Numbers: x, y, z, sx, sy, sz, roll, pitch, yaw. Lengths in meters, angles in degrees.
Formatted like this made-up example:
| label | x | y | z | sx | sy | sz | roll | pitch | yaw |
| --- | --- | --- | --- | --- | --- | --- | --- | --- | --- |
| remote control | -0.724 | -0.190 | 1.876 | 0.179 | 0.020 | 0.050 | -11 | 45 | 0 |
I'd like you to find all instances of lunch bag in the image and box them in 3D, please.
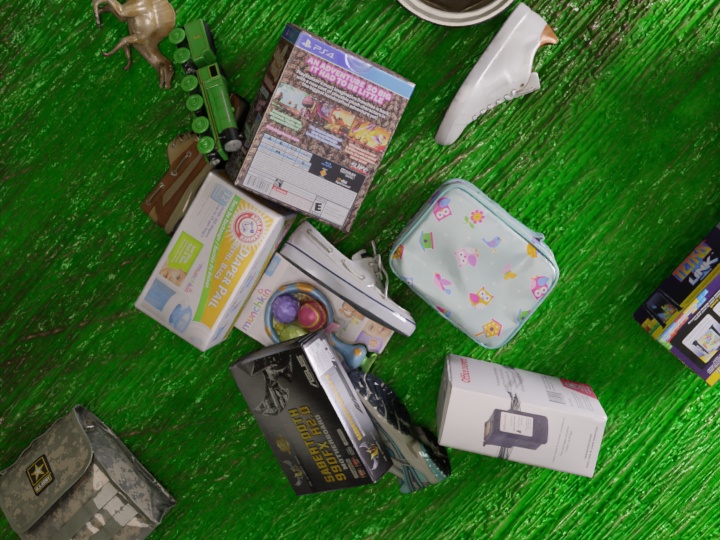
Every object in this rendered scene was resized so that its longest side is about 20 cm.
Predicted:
| label | x | y | z | sx | sy | sz | roll | pitch | yaw |
| --- | --- | --- | --- | --- | --- | --- | --- | --- | --- |
| lunch bag | -0.372 | 0.301 | 1.576 | 0.164 | 0.118 | 0.200 | -43 | 90 | 9 |
| lunch bag | 0.149 | -0.011 | 1.516 | 0.199 | 0.077 | 0.161 | 39 | 98 | -5 |

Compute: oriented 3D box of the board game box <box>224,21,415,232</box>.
| label | x | y | z | sx | sy | sz | roll | pitch | yaw |
| --- | --- | --- | --- | --- | --- | --- | --- | --- | --- |
| board game box | -0.053 | -0.176 | 1.463 | 0.158 | 0.097 | 0.202 | 22 | 101 | -20 |

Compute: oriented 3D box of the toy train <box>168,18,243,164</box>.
| label | x | y | z | sx | sy | sz | roll | pitch | yaw |
| --- | --- | --- | --- | --- | --- | --- | --- | --- | --- |
| toy train | -0.189 | -0.222 | 1.469 | 0.056 | 0.042 | 0.202 | -20 | 68 | 5 |

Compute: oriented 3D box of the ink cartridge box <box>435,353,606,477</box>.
| label | x | y | z | sx | sy | sz | roll | pitch | yaw |
| --- | --- | --- | --- | --- | --- | --- | --- | --- | --- |
| ink cartridge box | 0.198 | 0.181 | 1.513 | 0.198 | 0.145 | 0.085 | 12 | 101 | 0 |

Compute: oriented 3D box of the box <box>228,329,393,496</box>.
| label | x | y | z | sx | sy | sz | roll | pitch | yaw |
| --- | --- | --- | --- | --- | --- | --- | --- | --- | --- |
| box | -0.066 | 0.186 | 1.531 | 0.158 | 0.048 | 0.202 | -18 | 102 | 45 |

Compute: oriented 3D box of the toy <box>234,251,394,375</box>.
| label | x | y | z | sx | sy | sz | roll | pitch | yaw |
| --- | --- | --- | --- | --- | --- | --- | --- | --- | --- |
| toy | -0.067 | 0.074 | 1.555 | 0.199 | 0.047 | 0.116 | 32 | 98 | -4 |

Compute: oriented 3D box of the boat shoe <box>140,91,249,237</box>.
| label | x | y | z | sx | sy | sz | roll | pitch | yaw |
| --- | --- | --- | --- | --- | --- | --- | --- | --- | --- |
| boat shoe | -0.213 | -0.141 | 1.510 | 0.073 | 0.076 | 0.201 | 32 | 99 | 0 |

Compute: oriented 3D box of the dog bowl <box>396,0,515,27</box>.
| label | x | y | z | sx | sy | sz | roll | pitch | yaw |
| --- | --- | --- | --- | --- | --- | --- | --- | --- | --- |
| dog bowl | 0.116 | -0.398 | 1.450 | 0.197 | 0.074 | 0.203 | 1 | 100 | 3 |

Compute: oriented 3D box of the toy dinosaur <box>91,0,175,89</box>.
| label | x | y | z | sx | sy | sz | roll | pitch | yaw |
| --- | --- | --- | --- | --- | --- | --- | --- | --- | --- |
| toy dinosaur | -0.285 | -0.327 | 1.498 | 0.100 | 0.058 | 0.202 | -11 | 108 | -11 |

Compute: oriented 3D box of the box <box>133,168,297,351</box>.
| label | x | y | z | sx | sy | sz | roll | pitch | yaw |
| --- | --- | --- | --- | --- | --- | --- | --- | --- | --- |
| box | -0.181 | -0.016 | 1.510 | 0.112 | 0.101 | 0.201 | 31 | 100 | 5 |

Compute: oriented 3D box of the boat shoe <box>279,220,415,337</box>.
| label | x | y | z | sx | sy | sz | roll | pitch | yaw |
| --- | --- | --- | --- | --- | --- | --- | --- | --- | --- |
| boat shoe | -0.001 | 0.000 | 1.532 | 0.201 | 0.075 | 0.087 | 34 | 84 | 7 |

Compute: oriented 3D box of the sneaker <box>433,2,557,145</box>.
| label | x | y | z | sx | sy | sz | roll | pitch | yaw |
| --- | --- | --- | --- | --- | --- | --- | --- | --- | --- |
| sneaker | 0.171 | -0.227 | 1.478 | 0.084 | 0.073 | 0.201 | 36 | 98 | -2 |

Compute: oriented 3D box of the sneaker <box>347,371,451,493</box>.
| label | x | y | z | sx | sy | sz | roll | pitch | yaw |
| --- | --- | --- | --- | --- | --- | --- | --- | --- | --- |
| sneaker | 0.030 | 0.220 | 1.552 | 0.086 | 0.078 | 0.200 | -35 | 109 | 17 |

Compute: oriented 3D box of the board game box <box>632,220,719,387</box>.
| label | x | y | z | sx | sy | sz | roll | pitch | yaw |
| --- | --- | --- | --- | --- | --- | --- | --- | --- | --- |
| board game box | 0.455 | 0.030 | 1.479 | 0.200 | 0.057 | 0.165 | -48 | 134 | 9 |
